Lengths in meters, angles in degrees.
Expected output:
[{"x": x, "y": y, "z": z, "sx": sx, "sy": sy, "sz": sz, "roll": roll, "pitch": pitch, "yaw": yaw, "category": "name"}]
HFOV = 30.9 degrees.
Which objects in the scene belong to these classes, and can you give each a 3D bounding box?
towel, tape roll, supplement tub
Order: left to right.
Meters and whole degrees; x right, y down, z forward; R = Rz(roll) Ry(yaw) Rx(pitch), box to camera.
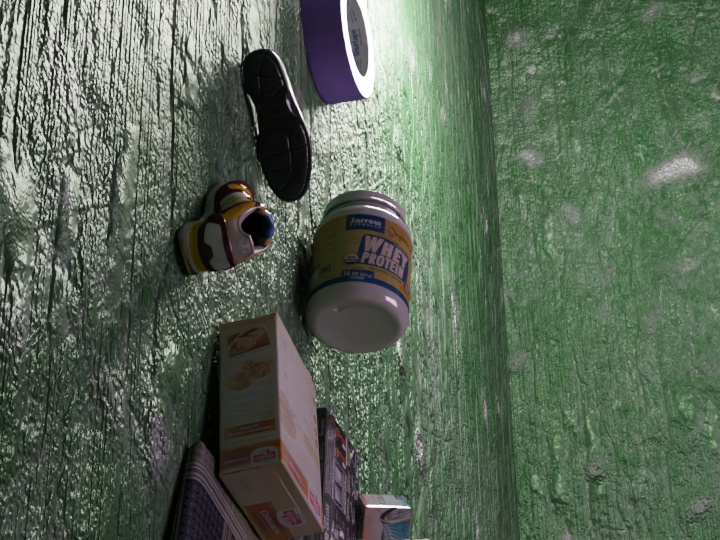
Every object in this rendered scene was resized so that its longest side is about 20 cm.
[{"x": -0.151, "y": 0.306, "z": 1.330, "sx": 0.193, "sy": 0.034, "sz": 0.200, "roll": -87, "pitch": 161, "yaw": -46, "category": "towel"}, {"x": -0.034, "y": -0.367, "z": 2.059, "sx": 0.200, "sy": 0.065, "sz": 0.201, "roll": -7, "pitch": 90, "yaw": -77, "category": "tape roll"}, {"x": 0.000, "y": 0.000, "z": 1.840, "sx": 0.145, "sy": 0.144, "sz": 0.200, "roll": 67, "pitch": 21, "yaw": -48, "category": "supplement tub"}]

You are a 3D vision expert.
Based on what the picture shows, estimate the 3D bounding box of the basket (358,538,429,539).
[{"x": -0.003, "y": 0.436, "z": 1.501, "sx": 0.200, "sy": 0.198, "sz": 0.161, "roll": -73, "pitch": 155, "yaw": -60, "category": "basket"}]

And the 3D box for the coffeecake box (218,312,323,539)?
[{"x": -0.100, "y": 0.175, "z": 1.448, "sx": 0.154, "sy": 0.073, "sz": 0.200, "roll": 68, "pitch": 13, "yaw": -48, "category": "coffeecake box"}]

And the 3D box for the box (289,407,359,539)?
[{"x": -0.046, "y": 0.303, "z": 1.699, "sx": 0.158, "sy": 0.050, "sz": 0.200, "roll": 62, "pitch": 25, "yaw": -55, "category": "box"}]

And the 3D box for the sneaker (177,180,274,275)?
[{"x": -0.131, "y": -0.050, "z": 1.446, "sx": 0.200, "sy": 0.090, "sz": 0.075, "roll": -68, "pitch": 148, "yaw": -63, "category": "sneaker"}]

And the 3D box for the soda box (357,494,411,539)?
[{"x": 0.024, "y": 0.410, "z": 1.774, "sx": 0.064, "sy": 0.068, "sz": 0.201, "roll": -142, "pitch": -124, "yaw": -78, "category": "soda box"}]

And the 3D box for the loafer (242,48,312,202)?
[{"x": -0.102, "y": -0.192, "z": 1.692, "sx": 0.063, "sy": 0.072, "sz": 0.201, "roll": -67, "pitch": 145, "yaw": -75, "category": "loafer"}]
